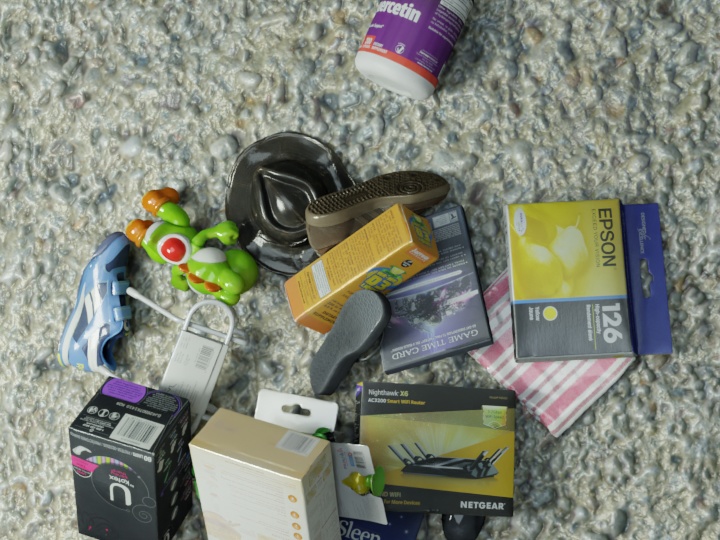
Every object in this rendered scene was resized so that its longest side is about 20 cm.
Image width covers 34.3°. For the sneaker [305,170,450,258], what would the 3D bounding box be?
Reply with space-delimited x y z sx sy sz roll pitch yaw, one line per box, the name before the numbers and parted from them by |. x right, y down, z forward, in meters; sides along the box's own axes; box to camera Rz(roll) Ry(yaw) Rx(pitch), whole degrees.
sneaker | 0.022 -0.074 1.522 0.199 0.070 0.076 -14 126 -16

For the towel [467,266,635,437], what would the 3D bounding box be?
towel | 0.230 0.095 1.490 0.200 0.030 0.146 44 95 12

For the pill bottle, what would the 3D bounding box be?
pill bottle | 0.079 -0.332 1.516 0.112 0.112 0.201 24 90 12

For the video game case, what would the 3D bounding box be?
video game case | 0.082 0.023 1.489 0.142 0.019 0.201 -18 60 13

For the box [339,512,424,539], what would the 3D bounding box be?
box | 0.008 0.338 1.479 0.121 0.032 0.201 21 84 -17

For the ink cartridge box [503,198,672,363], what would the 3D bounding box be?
ink cartridge box | 0.285 0.011 1.458 0.199 0.047 0.199 -4 79 4

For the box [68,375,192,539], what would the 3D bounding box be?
box | -0.290 0.253 1.490 0.122 0.106 0.201 15 128 13

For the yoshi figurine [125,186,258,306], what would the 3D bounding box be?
yoshi figurine | -0.214 -0.023 1.567 0.112 0.113 0.200 -39 63 -23

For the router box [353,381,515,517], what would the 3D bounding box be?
router box | 0.091 0.223 1.452 0.199 0.052 0.158 4 79 -8

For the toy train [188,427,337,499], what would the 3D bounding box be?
toy train | -0.120 0.246 1.473 0.199 0.042 0.057 -14 93 10

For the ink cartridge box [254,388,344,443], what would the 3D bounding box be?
ink cartridge box | -0.089 0.261 1.519 0.116 0.067 0.201 10 88 12

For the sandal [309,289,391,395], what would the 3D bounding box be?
sandal | -0.008 0.089 1.484 0.043 0.200 0.076 7 55 -25

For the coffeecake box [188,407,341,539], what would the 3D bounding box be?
coffeecake box | -0.108 0.279 1.383 0.153 0.073 0.201 13 127 25

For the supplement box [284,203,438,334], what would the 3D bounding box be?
supplement box | 0.000 0.000 1.483 0.200 0.066 0.069 -36 52 24

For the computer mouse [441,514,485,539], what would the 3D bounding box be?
computer mouse | 0.134 0.253 1.493 0.058 0.034 0.201 2 85 12

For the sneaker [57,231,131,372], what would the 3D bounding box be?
sneaker | -0.343 0.046 1.590 0.082 0.074 0.201 19 96 10

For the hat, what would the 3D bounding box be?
hat | -0.101 -0.093 1.546 0.200 0.081 0.202 -1 85 12

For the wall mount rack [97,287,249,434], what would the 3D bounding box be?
wall mount rack | -0.247 0.115 1.534 0.173 0.075 0.201 21 99 -10

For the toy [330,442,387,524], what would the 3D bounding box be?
toy | -0.059 0.238 1.406 0.199 0.047 0.116 4 121 31
